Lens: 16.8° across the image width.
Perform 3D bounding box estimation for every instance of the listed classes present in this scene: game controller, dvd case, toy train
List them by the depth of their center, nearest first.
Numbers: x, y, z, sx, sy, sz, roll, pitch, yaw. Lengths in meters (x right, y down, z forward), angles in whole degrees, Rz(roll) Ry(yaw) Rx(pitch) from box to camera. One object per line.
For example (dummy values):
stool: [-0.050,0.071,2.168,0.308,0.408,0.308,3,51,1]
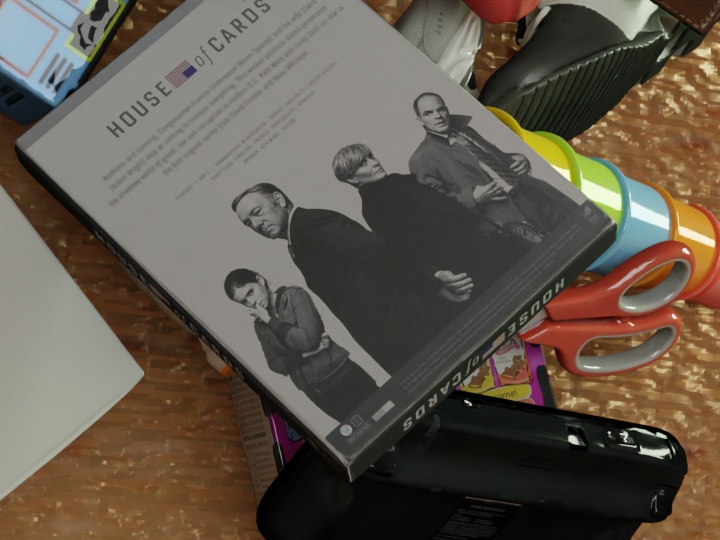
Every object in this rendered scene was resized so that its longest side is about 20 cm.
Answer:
dvd case: [-0.020,-0.032,0.978,0.150,0.025,0.200,-41,68,-16]
toy train: [-0.131,-0.163,1.035,0.114,0.087,0.200,34,75,-17]
game controller: [0.051,0.098,1.066,0.199,0.104,0.042,13,47,-37]

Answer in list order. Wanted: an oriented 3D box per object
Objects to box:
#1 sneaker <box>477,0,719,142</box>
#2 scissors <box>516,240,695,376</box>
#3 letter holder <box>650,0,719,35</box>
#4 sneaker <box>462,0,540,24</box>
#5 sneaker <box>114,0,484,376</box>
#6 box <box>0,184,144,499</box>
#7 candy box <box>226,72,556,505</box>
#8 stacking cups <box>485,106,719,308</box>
sneaker: [0.101,-0.122,1.138,0.089,0.074,0.200,45,47,11]
scissors: [0.071,0.026,1.060,0.199,0.073,0.014,-9,45,-35]
letter holder: [0.120,-0.231,1.091,0.200,0.142,0.101,35,41,5]
sneaker: [-0.024,-0.157,1.007,0.115,0.078,0.200,-42,87,-16]
sneaker: [-0.027,-0.058,1.034,0.092,0.076,0.200,38,72,-3]
box: [-0.205,0.008,0.989,0.200,0.124,0.097,53,48,-4]
candy box: [0.000,0.000,1.103,0.136,0.061,0.201,-12,87,-19]
stacking cups: [0.115,-0.024,1.102,0.200,0.060,0.061,14,77,-44]
